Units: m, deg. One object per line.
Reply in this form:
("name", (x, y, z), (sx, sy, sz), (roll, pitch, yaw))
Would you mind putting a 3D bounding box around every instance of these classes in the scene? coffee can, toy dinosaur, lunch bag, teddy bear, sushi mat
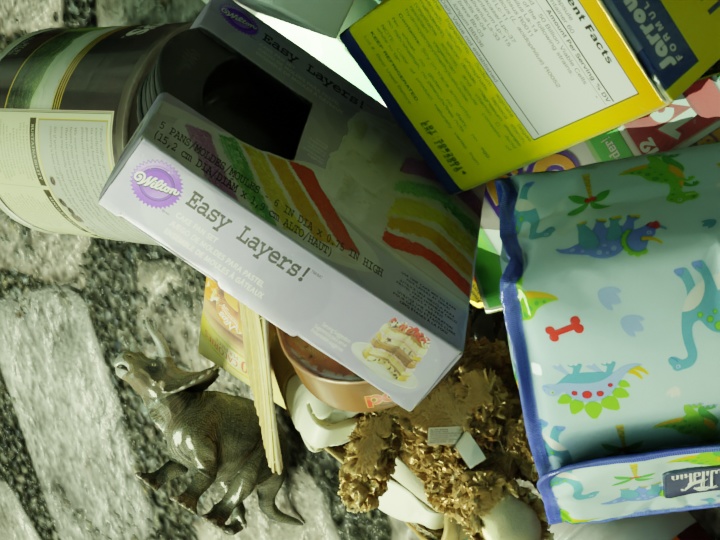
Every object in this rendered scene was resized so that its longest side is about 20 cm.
("coffee can", (-0.150, -0.090, 1.164), (0.199, 0.146, 0.148), (7, 112, 49))
("toy dinosaur", (-0.091, 0.127, 1.232), (0.199, 0.103, 0.077), (36, 169, -29))
("lunch bag", (0.164, 0.047, 0.902), (0.168, 0.128, 0.201), (-7, 126, 8))
("teddy bear", (0.054, 0.094, 1.034), (0.199, 0.146, 0.067), (20, 160, 25))
("sushi mat", (-0.066, 0.039, 1.092), (0.201, 0.012, 0.096), (89, 169, -54))

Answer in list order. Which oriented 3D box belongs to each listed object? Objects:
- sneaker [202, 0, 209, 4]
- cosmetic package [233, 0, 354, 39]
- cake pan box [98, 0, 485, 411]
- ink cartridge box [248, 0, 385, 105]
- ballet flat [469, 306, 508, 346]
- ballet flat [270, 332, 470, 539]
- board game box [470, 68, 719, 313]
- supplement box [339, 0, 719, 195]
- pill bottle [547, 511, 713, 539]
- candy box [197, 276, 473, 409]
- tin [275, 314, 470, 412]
("sneaker", (-0.051, -0.180, 1.104), (0.199, 0.080, 0.077), (31, 124, 27))
("cosmetic package", (-0.046, -0.223, 0.984), (0.200, 0.051, 0.152), (29, 95, 55))
("cake pan box", (-0.030, -0.044, 0.910), (0.199, 0.185, 0.052), (34, 118, -11))
("ink cartridge box", (0.041, -0.165, 1.004), (0.160, 0.050, 0.200), (36, 127, 0))
("ballet flat", (0.098, -0.001, 1.071), (0.067, 0.046, 0.202), (4, 118, 12))
("ballet flat", (0.003, 0.103, 1.104), (0.199, 0.063, 0.069), (36, 128, 25))
("board game box", (0.129, -0.040, 0.981), (0.199, 0.030, 0.096), (-15, 97, 34))
("supplement box", (0.098, -0.130, 0.877), (0.109, 0.109, 0.200), (54, 152, -9))
("pill bottle", (0.181, 0.213, 1.028), (0.200, 0.113, 0.113), (49, 132, 16))
("candy box", (-0.019, 0.044, 1.182), (0.199, 0.055, 0.116), (29, 125, 31))
("tin", (0.000, 0.000, 1.041), (0.201, 0.111, 0.042), (-108, -8, -45))
